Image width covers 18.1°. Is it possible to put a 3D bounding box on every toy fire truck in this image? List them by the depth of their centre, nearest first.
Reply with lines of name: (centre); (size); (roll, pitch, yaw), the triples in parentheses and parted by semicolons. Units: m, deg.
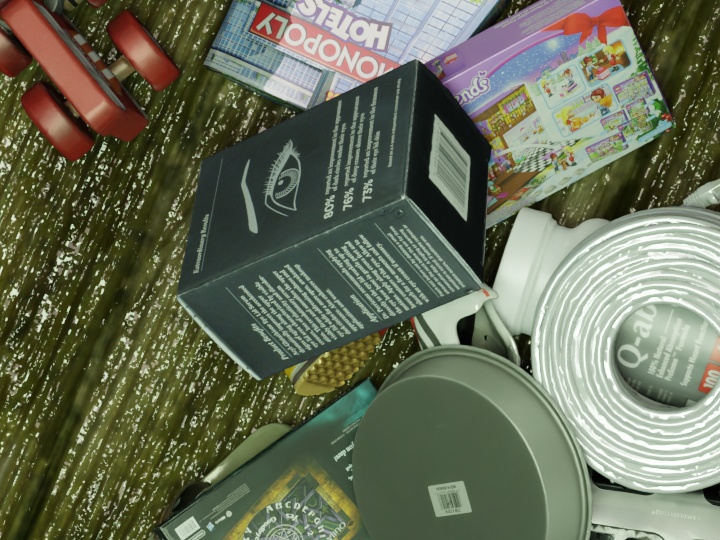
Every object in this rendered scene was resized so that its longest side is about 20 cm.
toy fire truck: (-0.232, -0.180, 1.701); (0.112, 0.168, 0.200); (-38, 84, 2)

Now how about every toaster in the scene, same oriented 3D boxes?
toaster: (0.219, 0.243, 1.653); (0.180, 0.119, 0.201); (9, 88, 7)

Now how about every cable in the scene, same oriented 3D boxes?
cable: (0.218, 0.057, 1.575); (0.199, 0.069, 0.201); (-23, 93, 12)

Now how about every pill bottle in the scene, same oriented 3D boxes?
pill bottle: (0.199, 0.029, 1.670); (0.199, 0.116, 0.116); (18, 88, 7)

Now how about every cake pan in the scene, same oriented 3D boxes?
cake pan: (0.072, 0.154, 1.607); (0.200, 0.037, 0.201); (13, 111, 36)

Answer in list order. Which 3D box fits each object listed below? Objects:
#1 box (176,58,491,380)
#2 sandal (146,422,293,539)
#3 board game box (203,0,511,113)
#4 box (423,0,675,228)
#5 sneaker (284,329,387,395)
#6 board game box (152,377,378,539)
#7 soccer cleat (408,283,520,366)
box: (-0.018, -0.035, 1.610); (0.199, 0.148, 0.104); (-23, 129, 27)
sandal: (-0.121, 0.190, 1.703); (0.080, 0.057, 0.201); (30, 77, 35)
board game box: (-0.015, -0.163, 1.731); (0.199, 0.062, 0.201); (24, 88, 7)
box: (0.121, -0.119, 1.687); (0.199, 0.039, 0.137); (-28, 127, 3)
sneaker: (0.000, 0.000, 1.698); (0.200, 0.075, 0.090); (-44, 63, 16)
board game box: (-0.036, 0.190, 1.681); (0.200, 0.028, 0.136); (-34, 92, -21)
soccer cleat: (0.084, 0.081, 1.656); (0.069, 0.085, 0.201); (-33, 127, -27)
